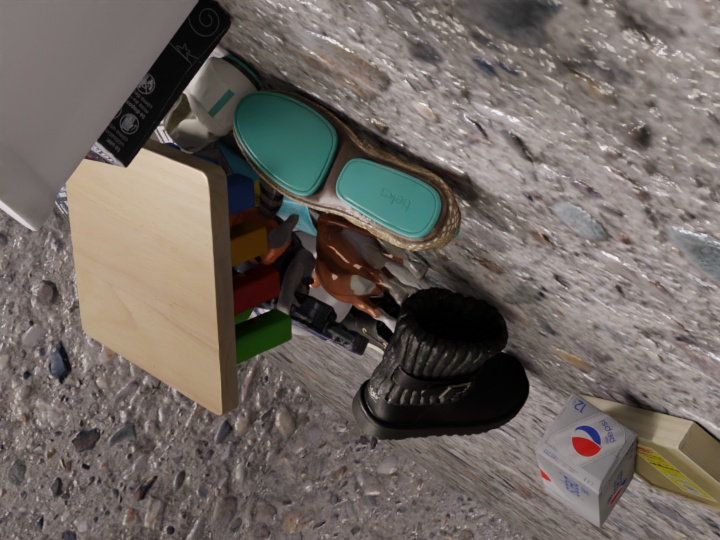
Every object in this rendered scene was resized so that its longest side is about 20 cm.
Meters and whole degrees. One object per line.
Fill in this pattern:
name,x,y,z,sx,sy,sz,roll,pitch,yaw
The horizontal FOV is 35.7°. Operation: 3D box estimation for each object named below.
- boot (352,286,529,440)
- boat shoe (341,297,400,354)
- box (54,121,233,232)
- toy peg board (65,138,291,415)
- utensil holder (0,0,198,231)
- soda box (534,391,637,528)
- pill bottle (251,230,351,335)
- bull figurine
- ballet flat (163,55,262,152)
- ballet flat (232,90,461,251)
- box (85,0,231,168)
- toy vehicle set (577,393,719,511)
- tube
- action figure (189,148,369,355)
boot,0.102,0.084,1.052,0.080,0.208,0.159,58,139,31
boat shoe,0.034,0.062,1.266,0.201,0.073,0.064,41,140,35
box,-0.216,-0.084,1.091,0.190,0.048,0.201,-3,134,26
toy peg board,-0.145,-0.021,0.919,0.198,0.097,0.202,23,123,39
utensil holder,-0.172,-0.151,0.563,0.169,0.201,0.170,34,169,7
soda box,0.208,0.178,1.024,0.068,0.064,0.200,32,169,21
pill bottle,-0.082,0.012,1.271,0.111,0.112,0.200,38,170,-15
bull figurine,0.000,0.000,1.073,0.120,0.066,0.200,31,170,9
ballet flat,-0.132,-0.130,0.919,0.069,0.070,0.200,38,170,-15
ballet flat,-0.009,-0.067,0.803,0.199,0.071,0.065,35,-174,27
box,-0.212,-0.183,0.750,0.200,0.133,0.114,42,167,-29
toy vehicle set,0.278,0.168,1.005,0.124,0.027,0.200,39,170,-14
tube,-0.127,-0.096,1.133,0.198,0.051,0.078,30,171,15
action figure,-0.065,-0.014,0.994,0.198,0.105,0.194,27,161,16
